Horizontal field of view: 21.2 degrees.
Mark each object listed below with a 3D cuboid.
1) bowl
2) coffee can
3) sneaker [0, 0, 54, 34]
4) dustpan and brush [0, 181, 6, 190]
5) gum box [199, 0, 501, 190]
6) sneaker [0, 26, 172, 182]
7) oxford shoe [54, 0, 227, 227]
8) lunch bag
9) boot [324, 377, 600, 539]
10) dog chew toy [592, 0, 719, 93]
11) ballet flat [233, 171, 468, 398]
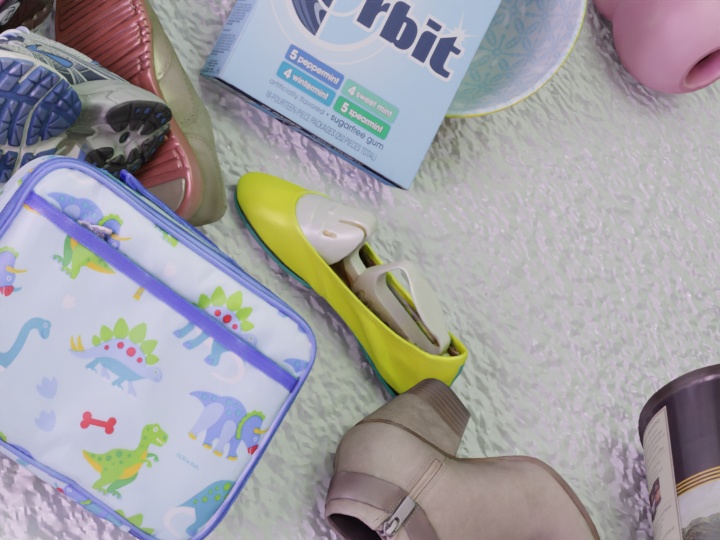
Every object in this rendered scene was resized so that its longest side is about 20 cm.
[{"bbox_3d":[0.068,-0.212,1.477,0.201,0.200,0.108,50,-4,-2],"label":"bowl"},{"bbox_3d":[0.278,0.187,1.358,0.145,0.146,0.202,25,45,-29],"label":"coffee can"},{"bbox_3d":[-0.214,-0.185,1.181,0.076,0.115,0.201,40,40,-14],"label":"sneaker"},{"bbox_3d":[-0.153,0.034,1.129,0.200,0.057,0.139,50,27,8],"label":"dustpan and brush"},{"bbox_3d":[0.005,-0.186,1.366,0.169,0.044,0.202,28,86,-26],"label":"gum box"},{"bbox_3d":[-0.201,-0.101,1.125,0.085,0.077,0.199,41,13,26],"label":"sneaker"},{"bbox_3d":[-0.142,-0.116,1.250,0.074,0.070,0.202,9,60,-63],"label":"oxford shoe"},{"bbox_3d":[-0.134,0.041,1.048,0.199,0.082,0.161,38,83,-17],"label":"lunch bag"},{"bbox_3d":[0.062,0.168,1.228,0.200,0.070,0.147,44,45,-8],"label":"boot"},{"bbox_3d":[0.261,-0.257,1.726,0.124,0.125,0.201,-3,54,-46],"label":"dog chew toy"},{"bbox_3d":[0.000,0.000,1.290,0.200,0.067,0.067,51,39,-1],"label":"ballet flat"}]
